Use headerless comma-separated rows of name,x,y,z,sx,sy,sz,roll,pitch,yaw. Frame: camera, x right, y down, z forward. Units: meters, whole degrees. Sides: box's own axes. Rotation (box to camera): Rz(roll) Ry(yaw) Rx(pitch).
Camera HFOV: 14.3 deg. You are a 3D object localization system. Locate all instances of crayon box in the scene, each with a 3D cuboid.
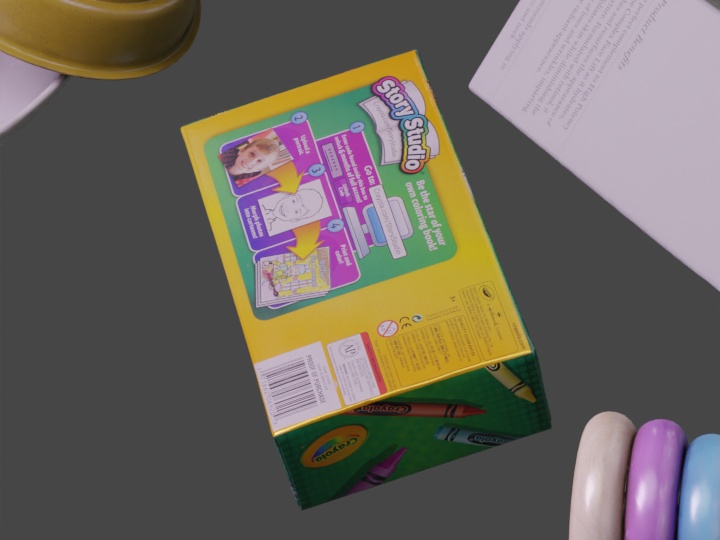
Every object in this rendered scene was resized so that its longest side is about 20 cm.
crayon box,0.000,0.000,1.294,0.118,0.058,0.200,-18,48,-1

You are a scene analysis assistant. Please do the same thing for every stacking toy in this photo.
stacking toy,0.186,0.104,1.146,0.199,0.085,0.086,3,51,12

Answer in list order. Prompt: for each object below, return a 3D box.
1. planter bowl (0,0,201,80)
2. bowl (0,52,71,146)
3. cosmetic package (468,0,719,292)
planter bowl,-0.146,-0.194,1.405,0.200,0.083,0.201,25,38,-21
bowl,-0.236,-0.132,1.397,0.200,0.075,0.200,37,37,-2
cosmetic package,0.151,-0.067,1.276,0.200,0.074,0.102,43,108,36
